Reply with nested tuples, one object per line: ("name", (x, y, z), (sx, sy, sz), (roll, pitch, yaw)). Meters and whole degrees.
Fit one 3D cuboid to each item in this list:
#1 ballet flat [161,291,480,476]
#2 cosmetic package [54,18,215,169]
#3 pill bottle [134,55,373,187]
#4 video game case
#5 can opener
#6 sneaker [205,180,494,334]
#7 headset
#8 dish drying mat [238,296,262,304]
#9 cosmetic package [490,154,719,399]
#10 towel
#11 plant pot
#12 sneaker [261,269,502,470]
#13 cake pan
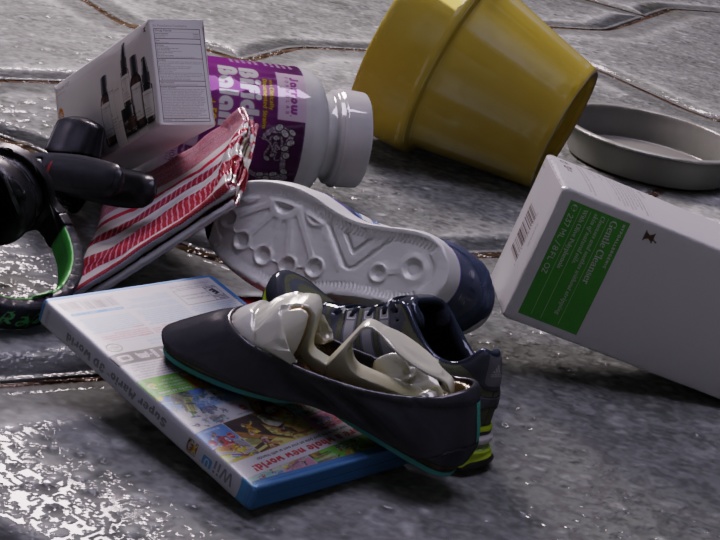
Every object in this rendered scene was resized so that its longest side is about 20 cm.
("ballet flat", (-0.018, 0.052, 1.052), (0.199, 0.074, 0.073), (23, 20, 5))
("cosmetic package", (-0.180, -0.130, 1.396), (0.050, 0.083, 0.200), (-1, -9, -30))
("pill bottle", (-0.094, -0.121, 1.514), (0.198, 0.113, 0.112), (5, 20, -18))
("video game case", (-0.080, 0.067, 1.079), (0.200, 0.018, 0.142), (37, 28, 32))
("can opener", (-0.210, -0.072, 1.326), (0.063, 0.079, 0.200), (6, 6, -27))
("sneaker", (0.000, 0.000, 1.285), (0.198, 0.081, 0.146), (14, -7, 23))
("headset", (-0.258, -0.055, 1.183), (0.123, 0.094, 0.200), (-17, 63, -50))
("dish drying mat", (-0.067, 0.059, 1.164), (0.076, 0.018, 0.200), (15, 19, 3))
("cosmetic package", (0.206, 0.008, 1.281), (0.198, 0.108, 0.085), (20, 18, -10))
("towel", (-0.141, -0.049, 1.287), (0.023, 0.143, 0.200), (54, 11, -16))
("plant pot", (0.117, -0.183, 1.719), (0.188, 0.202, 0.201), (31, 23, 11))
("sneaker", (0.018, 0.044, 1.140), (0.199, 0.082, 0.074), (32, 20, 32))
("cake pan", (0.305, -0.130, 1.890), (0.198, 0.037, 0.200), (11, 19, -4))
